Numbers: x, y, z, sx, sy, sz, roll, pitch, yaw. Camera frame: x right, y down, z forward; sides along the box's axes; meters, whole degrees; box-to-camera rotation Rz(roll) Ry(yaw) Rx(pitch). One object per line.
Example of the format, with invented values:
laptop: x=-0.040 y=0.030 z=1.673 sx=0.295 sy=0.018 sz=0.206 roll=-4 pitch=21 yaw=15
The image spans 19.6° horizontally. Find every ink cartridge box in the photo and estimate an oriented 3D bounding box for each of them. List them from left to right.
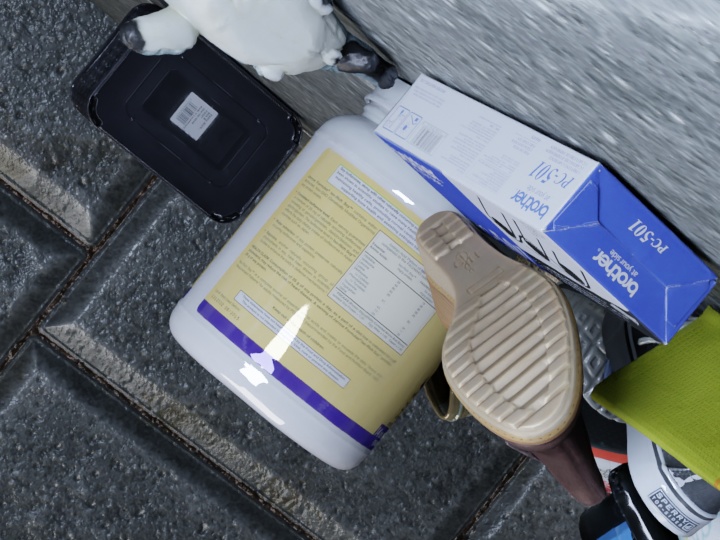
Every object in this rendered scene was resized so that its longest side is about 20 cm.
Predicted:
ink cartridge box: x=0.087 y=-0.035 z=1.038 sx=0.094 sy=0.044 sz=0.200 roll=41 pitch=179 yaw=-28

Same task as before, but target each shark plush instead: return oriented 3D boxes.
shark plush: x=-0.045 y=-0.152 z=1.100 sx=0.200 sy=0.091 sz=0.083 roll=15 pitch=-147 yaw=-35

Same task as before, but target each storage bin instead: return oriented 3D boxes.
storage bin: x=-0.175 y=-0.158 z=2.091 sx=0.200 sy=0.135 sz=0.094 roll=39 pitch=179 yaw=-24

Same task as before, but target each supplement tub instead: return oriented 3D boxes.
supplement tub: x=0.000 y=0.000 z=1.231 sx=0.145 sy=0.200 sz=0.145 roll=39 pitch=179 yaw=1

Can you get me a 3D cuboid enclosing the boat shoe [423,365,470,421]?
boat shoe: x=0.049 y=0.003 z=1.419 sx=0.073 sy=0.063 sz=0.200 roll=-35 pitch=75 yaw=51

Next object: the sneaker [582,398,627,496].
sneaker: x=0.190 y=0.149 z=1.446 sx=0.201 sy=0.108 sz=0.067 roll=9 pitch=-146 yaw=-13

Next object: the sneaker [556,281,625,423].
sneaker: x=0.182 y=0.065 z=1.367 sx=0.200 sy=0.075 sz=0.087 roll=40 pitch=-177 yaw=-33

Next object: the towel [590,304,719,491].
towel: x=0.191 y=0.071 z=1.011 sx=0.200 sy=0.086 sz=0.018 roll=37 pitch=154 yaw=62

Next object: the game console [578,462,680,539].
game console: x=0.194 y=0.230 z=1.322 sx=0.176 sy=0.116 sz=0.200 roll=2 pitch=-122 yaw=-63

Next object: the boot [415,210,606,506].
boot: x=0.100 y=0.068 z=1.105 sx=0.166 sy=0.072 sz=0.200 roll=56 pitch=-175 yaw=-33

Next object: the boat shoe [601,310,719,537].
boat shoe: x=0.180 y=0.060 z=1.135 sx=0.074 sy=0.068 sz=0.199 roll=43 pitch=-157 yaw=-15

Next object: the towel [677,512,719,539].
towel: x=0.273 y=0.215 z=1.189 sx=0.200 sy=0.048 sz=0.171 roll=51 pitch=171 yaw=-17

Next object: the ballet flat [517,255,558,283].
ballet flat: x=0.093 y=0.002 z=1.476 sx=0.068 sy=0.075 sz=0.200 roll=33 pitch=-179 yaw=-31
